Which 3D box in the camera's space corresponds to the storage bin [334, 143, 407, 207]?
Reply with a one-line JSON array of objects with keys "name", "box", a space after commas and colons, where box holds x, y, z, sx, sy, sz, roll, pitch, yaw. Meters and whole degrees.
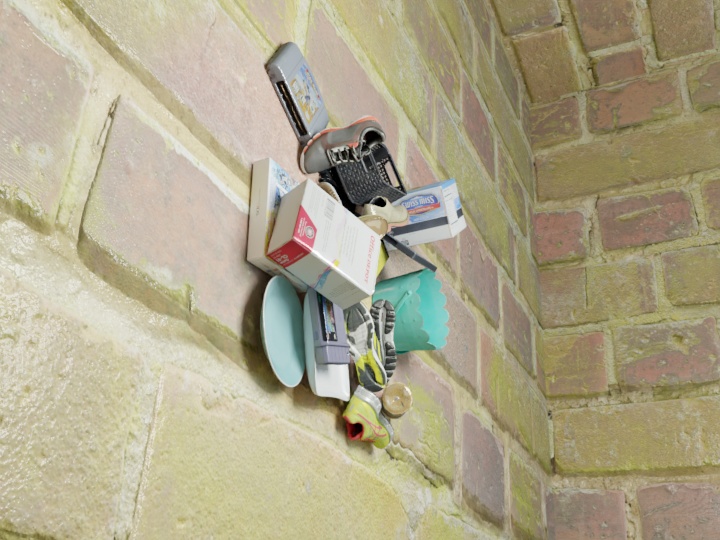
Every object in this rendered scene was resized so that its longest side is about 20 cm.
[{"name": "storage bin", "box": [0.020, -0.225, 1.752, 0.138, 0.092, 0.199, 68, 18, 11]}]

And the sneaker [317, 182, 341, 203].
[{"name": "sneaker", "box": [-0.045, -0.103, 1.647, 0.109, 0.069, 0.204, -54, 126, -64]}]

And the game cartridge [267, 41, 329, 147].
[{"name": "game cartridge", "box": [-0.127, -0.372, 1.608, 0.202, 0.041, 0.134, 64, 33, -31]}]

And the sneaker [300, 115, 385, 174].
[{"name": "sneaker", "box": [-0.034, -0.258, 1.590, 0.082, 0.198, 0.078, 48, -14, 46]}]

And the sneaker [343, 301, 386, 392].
[{"name": "sneaker", "box": [0.003, 0.154, 1.598, 0.085, 0.073, 0.204, -83, 160, -77]}]

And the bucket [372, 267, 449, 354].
[{"name": "bucket", "box": [0.123, 0.103, 1.855, 0.207, 0.132, 0.212, 37, 48, -55]}]

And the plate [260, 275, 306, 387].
[{"name": "plate", "box": [-0.144, 0.111, 1.377, 0.200, 0.025, 0.205, -10, 90, -74]}]

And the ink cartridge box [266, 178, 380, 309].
[{"name": "ink cartridge box", "box": [-0.063, -0.046, 1.394, 0.199, 0.085, 0.150, 39, 44, -30]}]

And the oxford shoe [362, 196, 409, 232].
[{"name": "oxford shoe", "box": [0.061, -0.133, 1.716, 0.200, 0.069, 0.076, -32, 119, -64]}]

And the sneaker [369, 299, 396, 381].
[{"name": "sneaker", "box": [0.039, 0.170, 1.706, 0.090, 0.076, 0.205, 157, -57, -79]}]

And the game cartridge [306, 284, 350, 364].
[{"name": "game cartridge", "box": [-0.062, 0.080, 1.468, 0.130, 0.038, 0.205, 28, 53, -74]}]

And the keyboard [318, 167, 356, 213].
[{"name": "keyboard", "box": [-0.047, -0.204, 1.714, 0.201, 0.039, 0.106, 53, 35, -44]}]

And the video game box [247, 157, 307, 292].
[{"name": "video game box", "box": [-0.145, -0.082, 1.445, 0.182, 0.046, 0.204, 41, 45, -57]}]

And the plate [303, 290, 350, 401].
[{"name": "plate", "box": [-0.071, 0.154, 1.508, 0.199, 0.032, 0.205, 34, 50, -68]}]

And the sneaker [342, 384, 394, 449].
[{"name": "sneaker", "box": [0.008, 0.329, 1.610, 0.091, 0.077, 0.202, -49, 139, -24]}]

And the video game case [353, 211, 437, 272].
[{"name": "video game case", "box": [0.081, -0.067, 1.795, 0.019, 0.199, 0.142, -57, 150, 4]}]

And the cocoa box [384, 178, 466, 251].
[{"name": "cocoa box", "box": [0.148, -0.141, 1.924, 0.133, 0.196, 0.134, -33, 110, -63]}]

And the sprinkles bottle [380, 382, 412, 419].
[{"name": "sprinkles bottle", "box": [0.078, 0.290, 1.676, 0.200, 0.067, 0.070, 86, 0, -77]}]

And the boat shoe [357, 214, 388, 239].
[{"name": "boat shoe", "box": [-0.014, -0.061, 1.562, 0.198, 0.066, 0.075, -27, 108, -28]}]

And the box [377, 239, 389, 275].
[{"name": "box", "box": [0.000, 0.000, 1.701, 0.051, 0.074, 0.201, 67, 28, -20]}]
